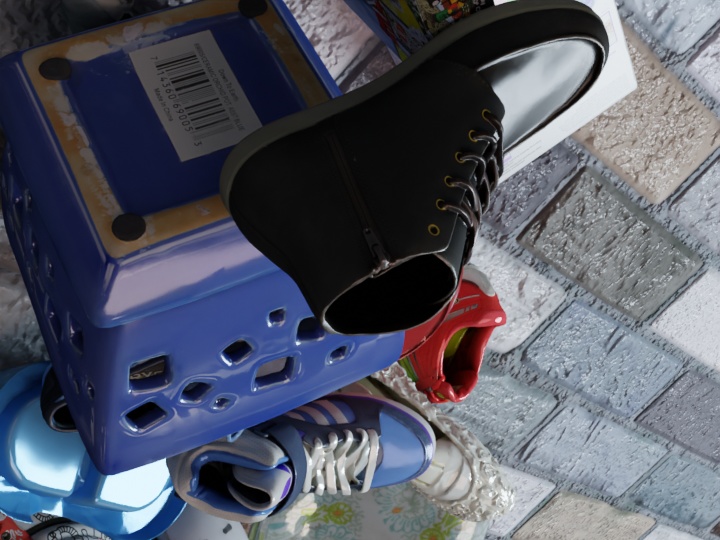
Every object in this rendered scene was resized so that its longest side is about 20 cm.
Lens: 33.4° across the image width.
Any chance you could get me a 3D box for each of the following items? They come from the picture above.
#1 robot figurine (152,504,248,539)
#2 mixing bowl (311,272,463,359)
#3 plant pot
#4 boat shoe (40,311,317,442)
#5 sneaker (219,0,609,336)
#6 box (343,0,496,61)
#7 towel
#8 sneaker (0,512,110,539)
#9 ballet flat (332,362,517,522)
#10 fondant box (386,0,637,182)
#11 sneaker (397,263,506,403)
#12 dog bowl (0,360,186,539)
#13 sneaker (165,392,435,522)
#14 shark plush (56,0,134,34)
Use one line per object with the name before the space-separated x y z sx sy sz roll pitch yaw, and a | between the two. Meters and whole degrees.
robot figurine | -0.186 0.261 0.989 0.200 0.150 0.125 -33 129 -6
mixing bowl | 0.000 0.000 0.871 0.200 0.108 0.201 -20 139 -18
plant pot | -0.092 -0.035 0.671 0.199 0.200 0.180 -20 151 -18
boat shoe | -0.111 0.081 0.796 0.199 0.069 0.084 -15 115 2
sneaker | 0.046 -0.044 0.538 0.200 0.106 0.075 -29 141 -10
box | -0.003 -0.182 0.609 0.038 0.200 0.137 -34 142 -4
towel | 0.005 0.222 1.041 0.199 0.048 0.172 16 111 2
sneaker | -0.275 0.199 0.877 0.201 0.108 0.067 6 126 -39
ballet flat | 0.038 0.135 0.966 0.072 0.200 0.072 -45 173 -7
fondant box | 0.098 -0.161 0.815 0.144 0.058 0.200 -34 142 0
sneaker | 0.055 0.088 1.015 0.077 0.085 0.200 4 127 -37
dog bowl | -0.204 0.130 0.869 0.200 0.049 0.112 28 72 -47
sneaker | -0.039 0.143 0.856 0.199 0.147 0.081 11 107 -6
shark plush | -0.163 -0.175 0.643 0.083 0.091 0.200 -7 158 -2
